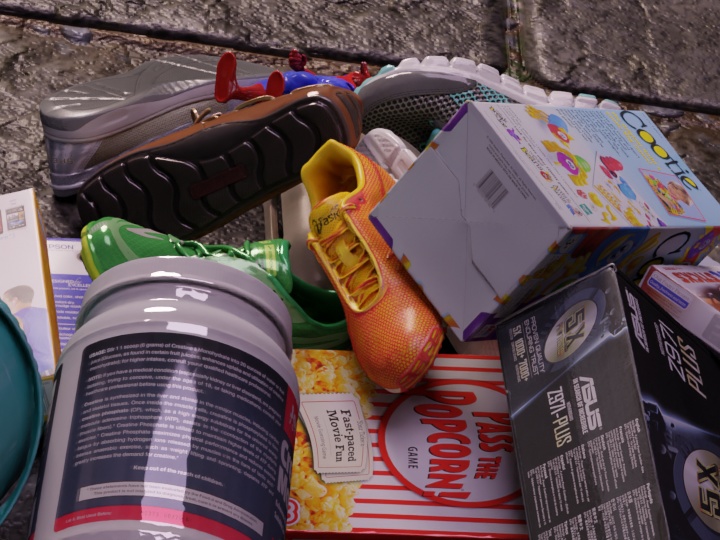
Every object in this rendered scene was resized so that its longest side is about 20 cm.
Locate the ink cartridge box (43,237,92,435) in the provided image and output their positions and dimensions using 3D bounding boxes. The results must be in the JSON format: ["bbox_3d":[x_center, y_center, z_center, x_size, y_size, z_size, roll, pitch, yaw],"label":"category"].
[{"bbox_3d":[-0.151,0.055,1.607,0.094,0.037,0.200,2,42,-14],"label":"ink cartridge box"}]

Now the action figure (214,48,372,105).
[{"bbox_3d":[-0.024,-0.126,1.813,0.065,0.052,0.200,17,7,27],"label":"action figure"}]

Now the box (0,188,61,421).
[{"bbox_3d":[-0.247,0.022,1.591,0.119,0.042,0.200,-13,44,-3],"label":"box"}]

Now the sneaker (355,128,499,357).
[{"bbox_3d":[0.065,-0.009,1.673,0.082,0.077,0.200,-7,55,-48],"label":"sneaker"}]

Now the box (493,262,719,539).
[{"bbox_3d":[0.165,0.125,1.478,0.164,0.086,0.200,39,33,-41],"label":"box"}]

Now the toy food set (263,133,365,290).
[{"bbox_3d":[0.035,-0.020,1.747,0.200,0.060,0.144,4,51,-10],"label":"toy food set"}]

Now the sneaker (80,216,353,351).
[{"bbox_3d":[-0.083,0.004,1.604,0.200,0.084,0.074,22,33,-29],"label":"sneaker"}]

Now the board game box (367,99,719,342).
[{"bbox_3d":[0.119,-0.029,1.581,0.200,0.103,0.105,-1,49,-54],"label":"board game box"}]

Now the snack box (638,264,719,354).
[{"bbox_3d":[0.239,0.025,1.632,0.072,0.024,0.200,36,15,23],"label":"snack box"}]

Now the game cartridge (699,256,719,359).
[{"bbox_3d":[0.246,0.048,1.697,0.200,0.041,0.133,39,20,29],"label":"game cartridge"}]

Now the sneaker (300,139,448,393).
[{"bbox_3d":[0.000,0.000,1.576,0.077,0.073,0.200,31,23,-33],"label":"sneaker"}]

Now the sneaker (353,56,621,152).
[{"bbox_3d":[0.088,-0.080,1.723,0.200,0.078,0.091,11,53,-3],"label":"sneaker"}]

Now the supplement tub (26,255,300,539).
[{"bbox_3d":[-0.107,0.108,1.439,0.140,0.140,0.200,9,54,-5],"label":"supplement tub"}]

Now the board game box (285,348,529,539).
[{"bbox_3d":[0.033,0.117,1.553,0.200,0.046,0.152,2,43,-3],"label":"board game box"}]

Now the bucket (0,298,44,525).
[{"bbox_3d":[-0.278,0.083,1.411,0.207,0.207,0.135,23,35,13],"label":"bucket"}]

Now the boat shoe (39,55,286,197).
[{"bbox_3d":[-0.134,-0.104,1.795,0.074,0.065,0.202,20,29,40],"label":"boat shoe"}]

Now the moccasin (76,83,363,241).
[{"bbox_3d":[-0.092,-0.072,1.698,0.074,0.201,0.078,60,17,-8],"label":"moccasin"}]
